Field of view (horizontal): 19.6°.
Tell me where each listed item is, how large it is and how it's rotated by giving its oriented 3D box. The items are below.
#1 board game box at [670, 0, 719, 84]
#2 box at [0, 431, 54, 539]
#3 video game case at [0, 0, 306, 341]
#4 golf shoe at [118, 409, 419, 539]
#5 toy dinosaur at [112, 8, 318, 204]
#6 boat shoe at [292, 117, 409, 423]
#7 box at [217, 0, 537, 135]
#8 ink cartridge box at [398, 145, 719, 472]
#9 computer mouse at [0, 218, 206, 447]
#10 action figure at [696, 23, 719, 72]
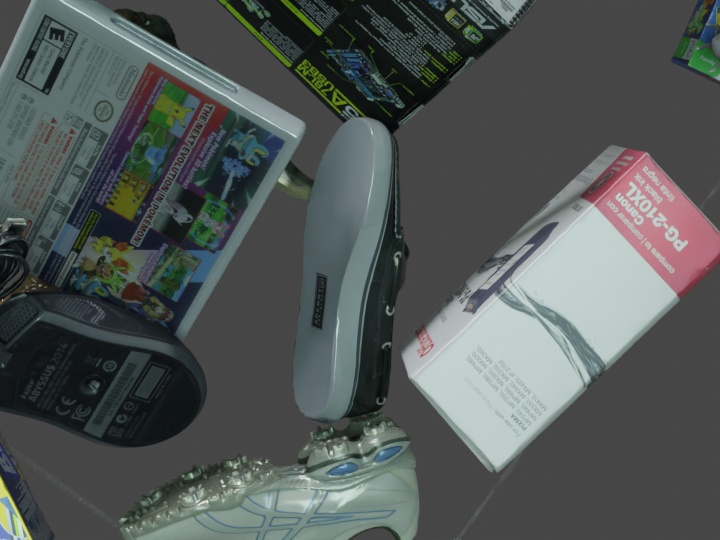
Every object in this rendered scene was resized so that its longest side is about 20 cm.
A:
[{"bbox_3d":[0.315,-0.155,1.339,0.199,0.034,0.136,22,95,-15],"label":"board game box"},{"bbox_3d":[-0.274,0.105,1.344,0.070,0.064,0.201,-25,96,0],"label":"box"},{"bbox_3d":[-0.154,-0.061,1.303,0.181,0.023,0.200,30,125,-5],"label":"video game case"},{"bbox_3d":[-0.055,0.165,1.357,0.199,0.078,0.098,-16,103,0],"label":"golf shoe"},{"bbox_3d":[-0.101,-0.080,1.343,0.200,0.047,0.088,42,86,-9],"label":"toy dinosaur"},{"bbox_3d":[0.000,0.000,1.342,0.056,0.069,0.202,0,108,-34],"label":"boat shoe"},{"bbox_3d":[-0.012,-0.186,1.266,0.200,0.193,0.048,43,61,-5],"label":"box"},{"bbox_3d":[0.122,0.020,1.311,0.200,0.145,0.084,-44,95,2],"label":"ink cartridge box"},{"bbox_3d":[-0.187,0.047,1.315,0.199,0.053,0.139,25,113,-32],"label":"computer mouse"},{"bbox_3d":[0.302,-0.155,1.285,0.198,0.069,0.131,-13,110,-5],"label":"action figure"}]
